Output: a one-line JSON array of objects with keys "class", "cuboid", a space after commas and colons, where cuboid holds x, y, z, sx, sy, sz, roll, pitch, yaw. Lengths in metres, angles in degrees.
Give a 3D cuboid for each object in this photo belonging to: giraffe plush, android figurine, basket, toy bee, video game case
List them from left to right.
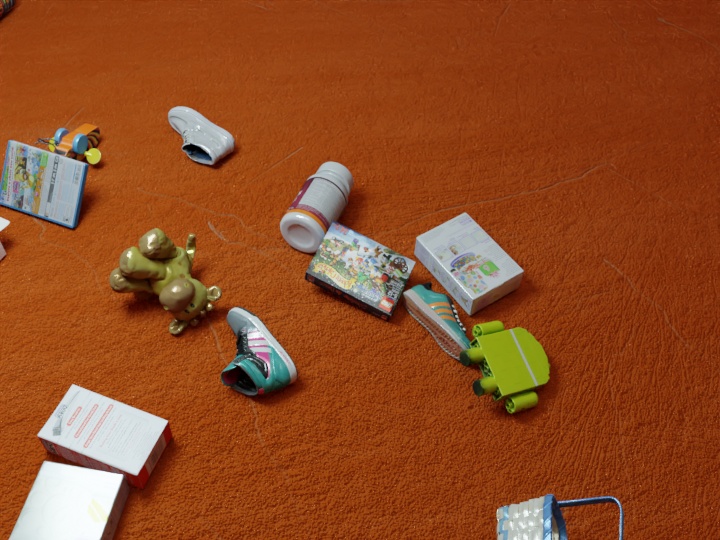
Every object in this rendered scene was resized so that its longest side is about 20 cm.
[{"class": "video game case", "cuboid": [-0.704, -0.192, 1.689, 0.196, 0.146, 0.018, 17, 10, 10]}, {"class": "toy bee", "cuboid": [-0.688, -0.275, 1.785, 0.130, 0.111, 0.199, 27, 28, 28]}, {"class": "giraffe plush", "cuboid": [-0.375, 0.033, 1.525, 0.163, 0.173, 0.199, 52, 29, 21]}, {"class": "android figurine", "cuboid": [0.286, 0.180, 1.473, 0.197, 0.041, 0.184, -10, 65, -33]}, {"class": "basket", "cuboid": [0.316, 0.444, 1.204, 0.197, 0.140, 0.178, -11, 44, 28]}]

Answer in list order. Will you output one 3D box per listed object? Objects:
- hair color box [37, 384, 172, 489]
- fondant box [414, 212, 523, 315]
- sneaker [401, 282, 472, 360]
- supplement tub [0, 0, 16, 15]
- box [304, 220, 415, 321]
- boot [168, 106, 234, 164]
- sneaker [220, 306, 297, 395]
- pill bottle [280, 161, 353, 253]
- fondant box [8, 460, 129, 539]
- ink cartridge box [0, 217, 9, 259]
[{"class": "hair color box", "cuboid": [-0.446, 0.291, 1.341, 0.197, 0.064, 0.112, 19, 52, 10]}, {"class": "fondant box", "cuboid": [0.230, -0.018, 1.642, 0.143, 0.059, 0.200, -26, 56, -23]}, {"class": "sneaker", "cuboid": [0.172, 0.094, 1.544, 0.079, 0.072, 0.200, -30, 57, -21]}, {"class": "supplement tub", "cuboid": [-1.060, -0.733, 2.123, 0.105, 0.108, 0.202, 17, 52, 10]}, {"class": "box", "cuboid": [0.000, 0.000, 1.592, 0.197, 0.038, 0.138, 26, 63, 3]}, {"class": "boot", "cuboid": [-0.408, -0.326, 1.850, 0.198, 0.074, 0.096, 27, 46, 16]}, {"class": "sneaker", "cuboid": [-0.224, 0.163, 1.455, 0.120, 0.084, 0.200, -27, 57, -35]}, {"class": "pill bottle", "cuboid": [-0.092, -0.144, 1.699, 0.108, 0.111, 0.202, 18, 51, 11]}, {"class": "fondant box", "cuboid": [-0.478, 0.422, 1.232, 0.141, 0.059, 0.203, 8, 51, 3]}, {"class": "ink cartridge box", "cuboid": [-0.826, -0.034, 1.581, 0.115, 0.068, 0.201, 22, 54, 14]}]
